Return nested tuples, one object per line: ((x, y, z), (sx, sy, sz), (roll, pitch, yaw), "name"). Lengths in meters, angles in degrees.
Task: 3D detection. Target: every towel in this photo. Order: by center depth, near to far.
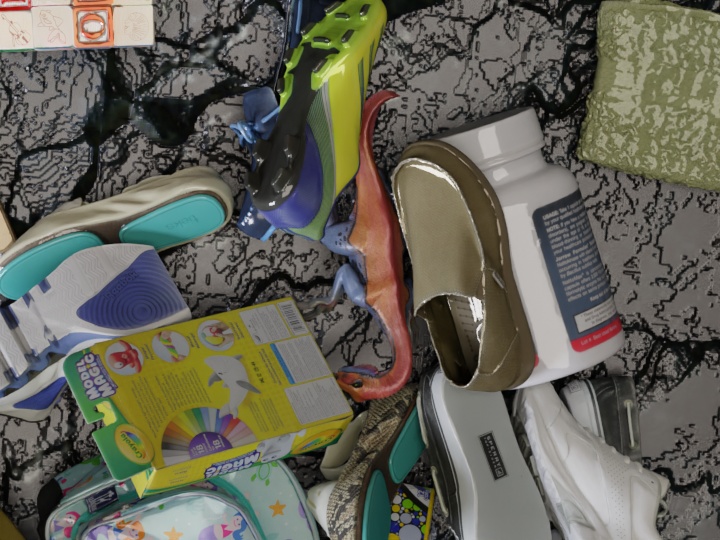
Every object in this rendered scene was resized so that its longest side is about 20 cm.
((0.277, -0.137, 1.793), (0.199, 0.036, 0.149), (8, 95, -8), "towel")

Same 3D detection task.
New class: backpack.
((-0.133, 0.211, 1.724), (0.199, 0.151, 0.178), (-25, 108, -12), "backpack")

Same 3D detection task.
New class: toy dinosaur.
((0.000, 0.000, 1.713), (0.104, 0.201, 0.182), (-11, 52, -15), "toy dinosaur")

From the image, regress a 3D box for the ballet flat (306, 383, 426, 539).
((0.001, 0.161, 1.726), (0.075, 0.200, 0.068), (-1, 127, 21), "ballet flat")

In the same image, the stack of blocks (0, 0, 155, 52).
((-0.212, -0.192, 1.648), (0.114, 0.200, 0.059), (-3, 96, -7), "stack of blocks")

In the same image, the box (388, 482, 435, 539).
((0.010, 0.258, 1.717), (0.070, 0.201, 0.065), (10, 137, 1), "box")

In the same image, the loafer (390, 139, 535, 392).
((0.072, 0.000, 1.666), (0.076, 0.067, 0.201), (-20, 94, 39), "loafer")

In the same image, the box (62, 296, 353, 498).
((-0.118, 0.096, 1.668), (0.199, 0.048, 0.118), (-11, 59, -32), "box")

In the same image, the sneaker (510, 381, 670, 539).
((0.186, 0.167, 1.736), (0.099, 0.078, 0.201), (-19, 69, -16), "sneaker")

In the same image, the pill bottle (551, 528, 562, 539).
((0.099, 0.297, 1.772), (0.200, 0.111, 0.111), (-36, 98, -2), "pill bottle")

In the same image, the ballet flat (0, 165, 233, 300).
((-0.193, -0.034, 1.733), (0.199, 0.069, 0.070), (-18, 97, 5), "ballet flat")

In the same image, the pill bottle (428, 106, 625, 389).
((0.123, -0.019, 1.743), (0.119, 0.120, 0.201), (-18, 97, -5), "pill bottle")

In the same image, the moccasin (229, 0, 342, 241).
((-0.063, -0.122, 1.733), (0.068, 0.080, 0.201), (24, 71, -17), "moccasin")

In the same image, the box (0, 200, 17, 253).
((-0.378, -0.080, 1.728), (0.163, 0.021, 0.201), (-23, 97, -4), "box")

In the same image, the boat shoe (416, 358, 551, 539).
((0.093, 0.167, 1.729), (0.070, 0.064, 0.201), (-11, 84, -28), "boat shoe")

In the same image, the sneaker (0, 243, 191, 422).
((-0.233, 0.054, 1.716), (0.198, 0.115, 0.081), (-23, 73, -13), "sneaker")

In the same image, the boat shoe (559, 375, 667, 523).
((0.215, 0.181, 1.794), (0.070, 0.072, 0.201), (-13, 94, -1), "boat shoe")

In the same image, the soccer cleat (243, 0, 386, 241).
((-0.024, -0.115, 1.681), (0.084, 0.064, 0.201), (41, 61, -39), "soccer cleat")

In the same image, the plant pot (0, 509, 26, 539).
((-0.332, 0.277, 1.666), (0.176, 0.200, 0.200), (36, 115, -22), "plant pot")
